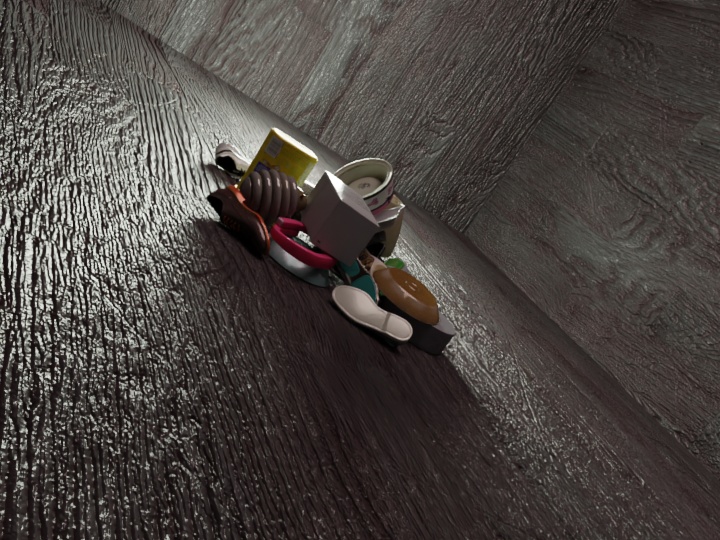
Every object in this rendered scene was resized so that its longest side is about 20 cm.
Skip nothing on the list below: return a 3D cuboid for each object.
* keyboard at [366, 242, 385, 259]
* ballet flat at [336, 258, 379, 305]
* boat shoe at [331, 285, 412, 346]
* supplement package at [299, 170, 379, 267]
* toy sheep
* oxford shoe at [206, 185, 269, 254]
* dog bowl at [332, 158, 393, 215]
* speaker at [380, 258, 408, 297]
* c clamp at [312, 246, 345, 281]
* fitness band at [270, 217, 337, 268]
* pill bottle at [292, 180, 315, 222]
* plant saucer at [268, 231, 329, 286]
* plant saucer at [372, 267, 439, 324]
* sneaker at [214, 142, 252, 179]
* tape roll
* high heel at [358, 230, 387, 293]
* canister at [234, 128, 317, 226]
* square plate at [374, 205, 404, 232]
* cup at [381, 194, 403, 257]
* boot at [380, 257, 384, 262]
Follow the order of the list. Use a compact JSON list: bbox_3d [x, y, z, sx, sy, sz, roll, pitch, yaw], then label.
[{"bbox_3d":[-0.036,-0.065,1.866,0.196,0.040,0.105,23,48,16],"label":"keyboard"},{"bbox_3d":[-0.001,0.028,1.614,0.071,0.072,0.203,22,33,-45],"label":"ballet flat"},{"bbox_3d":[0.019,0.106,1.492,0.197,0.074,0.062,30,-30,1],"label":"boat shoe"},{"bbox_3d":[-0.053,-0.123,1.585,0.118,0.122,0.201,32,16,-25],"label":"supplement package"},{"bbox_3d":[-0.216,-0.169,1.576,0.195,0.141,0.138,2,29,-29],"label":"toy sheep"},{"bbox_3d":[-0.263,-0.101,1.462,0.071,0.072,0.200,-17,52,-37],"label":"oxford shoe"},{"bbox_3d":[0.005,-0.221,1.864,0.201,0.197,0.075,53,-13,52],"label":"dog bowl"},{"bbox_3d":[0.082,0.018,1.851,0.088,0.089,0.200,36,13,4],"label":"speaker"},{"bbox_3d":[-0.079,-0.029,1.730,0.171,0.027,0.200,44,9,3],"label":"c clamp"},{"bbox_3d":[-0.123,-0.061,1.531,0.143,0.038,0.199,41,15,19],"label":"fitness band"},{"bbox_3d":[-0.155,-0.180,1.807,0.197,0.115,0.113,31,11,17],"label":"pill bottle"},{"bbox_3d":[-0.144,-0.039,1.570,0.199,0.039,0.201,35,13,-9],"label":"plant saucer"},{"bbox_3d":[0.119,0.051,1.641,0.198,0.036,0.201,32,18,-11],"label":"plant saucer"},{"bbox_3d":[-0.322,-0.274,1.887,0.197,0.074,0.081,28,29,-14],"label":"sneaker"},{"bbox_3d":[0.141,0.121,1.696,0.198,0.067,0.201,33,13,-9],"label":"tape roll"},{"bbox_3d":[0.000,0.000,1.749,0.071,0.140,0.205,31,54,-42],"label":"high heel"},{"bbox_3d":[-0.213,-0.232,1.693,0.147,0.202,0.087,28,15,-27],"label":"canister"},{"bbox_3d":[0.018,-0.117,1.776,0.198,0.195,0.029,-53,125,-72],"label":"square plate"},{"bbox_3d":[0.047,-0.157,1.966,0.198,0.144,0.201,33,20,-13],"label":"cup"},{"bbox_3d":[-0.006,-0.077,1.990,0.198,0.067,0.164,37,21,15],"label":"boot"}]
